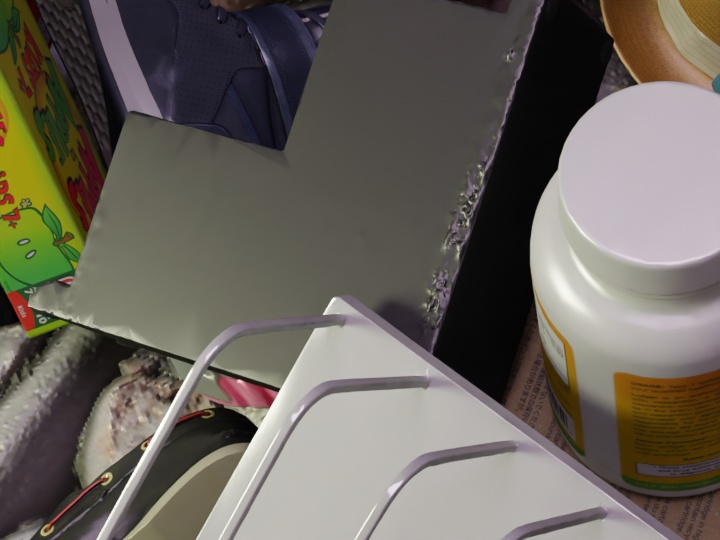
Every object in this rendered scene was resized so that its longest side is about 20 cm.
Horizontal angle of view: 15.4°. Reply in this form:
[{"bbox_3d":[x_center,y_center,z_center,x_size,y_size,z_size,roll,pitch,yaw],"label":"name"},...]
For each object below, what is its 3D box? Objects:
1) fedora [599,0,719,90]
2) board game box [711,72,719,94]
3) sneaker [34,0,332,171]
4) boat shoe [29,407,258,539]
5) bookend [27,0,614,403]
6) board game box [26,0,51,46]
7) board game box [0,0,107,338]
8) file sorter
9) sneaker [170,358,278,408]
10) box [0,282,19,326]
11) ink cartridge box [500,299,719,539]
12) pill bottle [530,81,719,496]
[{"bbox_3d":[0.218,-0.154,1.308,0.199,0.082,0.202,0,69,1],"label":"fedora"},{"bbox_3d":[0.269,-0.027,1.209,0.199,0.045,0.153,3,57,-32],"label":"board game box"},{"bbox_3d":[-0.077,-0.132,1.307,0.146,0.077,0.203,-25,103,-20],"label":"sneaker"},{"bbox_3d":[-0.120,0.141,1.229,0.201,0.074,0.063,-38,28,-1],"label":"boat shoe"},{"bbox_3d":[-0.017,-0.042,1.189,0.199,0.092,0.200,15,85,25],"label":"bookend"},{"bbox_3d":[-0.170,-0.232,1.376,0.046,0.152,0.201,11,65,14],"label":"board game box"},{"bbox_3d":[-0.173,-0.081,1.256,0.047,0.201,0.102,-20,25,8],"label":"board game box"},{"bbox_3d":[0.010,0.123,1.037,0.200,0.124,0.139,36,105,22],"label":"file sorter"},{"bbox_3d":[0.000,0.000,1.283,0.199,0.095,0.079,-28,96,15],"label":"sneaker"},{"bbox_3d":[-0.269,-0.057,1.325,0.147,0.104,0.201,-17,61,-1],"label":"box"},{"bbox_3d":[0.136,0.066,1.222,0.164,0.075,0.201,18,66,15],"label":"ink cartridge box"},{"bbox_3d":[0.127,0.007,1.098,0.110,0.200,0.112,-3,63,6],"label":"pill bottle"}]
